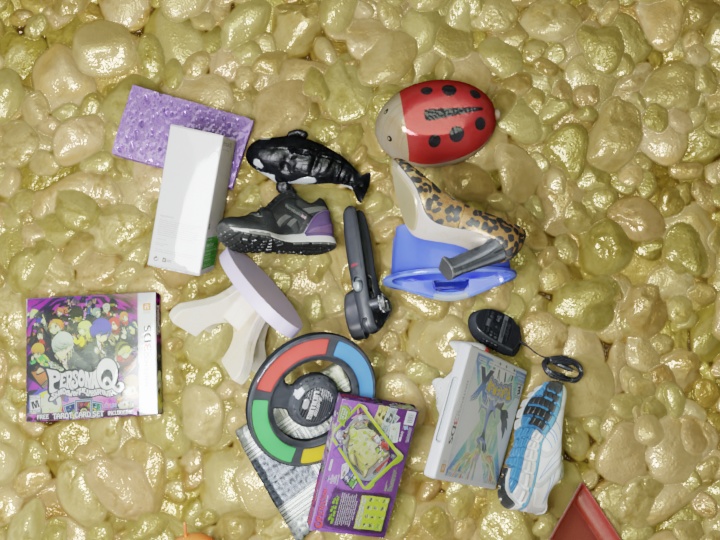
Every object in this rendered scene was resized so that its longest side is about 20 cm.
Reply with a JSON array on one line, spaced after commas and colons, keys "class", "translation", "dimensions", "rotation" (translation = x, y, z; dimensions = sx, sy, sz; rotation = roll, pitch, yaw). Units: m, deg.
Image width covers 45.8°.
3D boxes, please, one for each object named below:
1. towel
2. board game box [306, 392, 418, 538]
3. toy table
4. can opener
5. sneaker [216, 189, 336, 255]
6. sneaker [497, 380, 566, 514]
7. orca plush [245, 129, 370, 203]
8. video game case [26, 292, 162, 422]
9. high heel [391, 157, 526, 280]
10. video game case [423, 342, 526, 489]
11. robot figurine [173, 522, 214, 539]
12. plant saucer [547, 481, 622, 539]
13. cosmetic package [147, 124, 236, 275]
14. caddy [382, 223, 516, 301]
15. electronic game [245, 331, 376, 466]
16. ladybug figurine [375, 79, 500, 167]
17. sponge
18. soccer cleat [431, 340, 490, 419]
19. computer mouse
[{"class": "towel", "translation": [-0.060, 0.267, 1.275], "dimensions": [0.198, 0.035, 0.194], "rotation": [-33, 82, -3]}, {"class": "board game box", "translation": [0.002, 0.281, 1.222], "dimensions": [0.118, 0.032, 0.204], "rotation": [11, 101, -21]}, {"class": "toy table", "translation": [-0.174, 0.065, 1.231], "dimensions": [0.117, 0.200, 0.183], "rotation": [-47, 120, 4]}, {"class": "can opener", "translation": [0.000, 0.000, 1.282], "dimensions": [0.077, 0.063, 0.204], "rotation": [-11, 79, 18]}, {"class": "sneaker", "translation": [-0.128, -0.075, 1.262], "dimensions": [0.198, 0.075, 0.089], "rotation": [4, 72, -40]}, {"class": "sneaker", "translation": [0.272, 0.266, 1.270], "dimensions": [0.086, 0.075, 0.203], "rotation": [27, 78, -25]}, {"class": "orca plush", "translation": [-0.082, -0.158, 1.300], "dimensions": [0.198, 0.071, 0.106], "rotation": [30, 83, 2]}, {"class": "video game case", "translation": [-0.397, 0.129, 1.275], "dimensions": [0.196, 0.036, 0.185], "rotation": [-2, 82, -2]}, {"class": "high heel", "translation": [0.134, -0.088, 1.182], "dimensions": [0.141, 0.072, 0.202], "rotation": [-19, 67, -24]}, {"class": "video game case", "translation": [0.168, 0.212, 1.213], "dimensions": [0.022, 0.199, 0.185], "rotation": [11, 81, 36]}, {"class": "robot figurine", "translation": [-0.223, 0.459, 1.200], "dimensions": [0.116, 0.144, 0.202], "rotation": [-30, 84, -27]}, {"class": "plant saucer", "translation": [0.331, 0.432, 1.202], "dimensions": [0.037, 0.199, 0.202], "rotation": [-35, 85, 32]}, {"class": "cosmetic package", "translation": [-0.247, -0.103, 1.253], "dimensions": [0.083, 0.108, 0.204], "rotation": [12, 96, 1]}, {"class": "caddy", "translation": [0.130, -0.008, 1.254], "dimensions": [0.196, 0.141, 0.107], "rotation": [-2, 80, -1]}, {"class": "electronic game", "translation": [-0.067, 0.183, 1.204], "dimensions": [0.197, 0.042, 0.204], "rotation": [-9, 111, -24]}, {"class": "ladybug figurine", "translation": [0.121, -0.232, 1.314], "dimensions": [0.196, 0.072, 0.138], "rotation": [-12, 83, -3]}, {"class": "sponge", "translation": [-0.274, -0.206, 1.322], "dimensions": [0.196, 0.030, 0.114], "rotation": [16, 84, -1]}, {"class": "soccer cleat", "translation": [0.139, 0.201, 1.270], "dimensions": [0.084, 0.069, 0.203], "rotation": [18, 82, 13]}, {"class": "computer mouse", "translation": [0.249, 0.120, 1.299], "dimensions": [0.198, 0.034, 0.059], "rotation": [30, 54, -2]}]
